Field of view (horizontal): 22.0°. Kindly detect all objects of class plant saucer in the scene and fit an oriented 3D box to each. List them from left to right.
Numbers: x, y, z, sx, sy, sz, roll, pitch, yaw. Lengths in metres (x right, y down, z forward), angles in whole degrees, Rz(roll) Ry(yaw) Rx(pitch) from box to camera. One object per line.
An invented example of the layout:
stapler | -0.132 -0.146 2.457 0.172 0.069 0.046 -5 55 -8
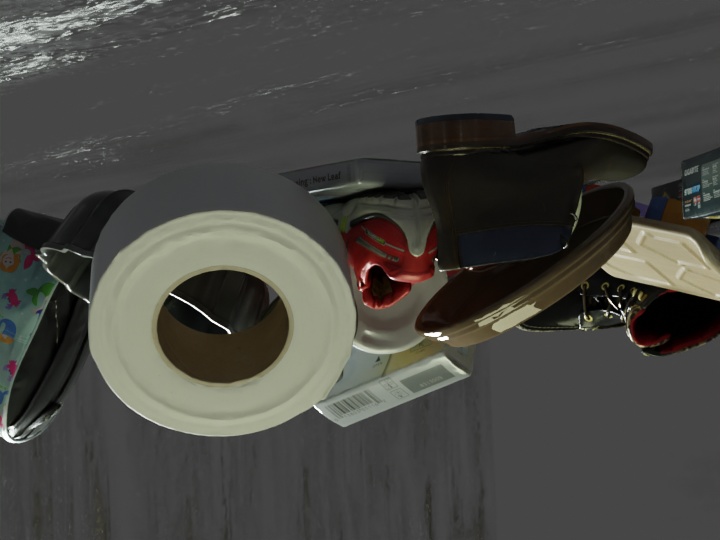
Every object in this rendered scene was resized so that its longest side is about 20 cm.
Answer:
plant saucer | 0.130 -0.001 1.422 0.199 0.030 0.200 -33 -171 6

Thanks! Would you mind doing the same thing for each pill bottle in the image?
pill bottle | 0.000 0.000 1.645 0.110 0.113 0.200 -1 -170 -14

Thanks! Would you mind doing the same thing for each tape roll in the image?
tape roll | -0.102 0.024 1.375 0.200 0.204 0.071 -2 -148 -5

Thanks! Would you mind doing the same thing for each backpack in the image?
backpack | -0.308 0.048 1.659 0.149 0.202 0.177 17 -179 9

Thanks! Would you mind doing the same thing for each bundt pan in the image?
bundt pan | -0.161 0.000 1.513 0.200 0.076 0.202 24 163 8

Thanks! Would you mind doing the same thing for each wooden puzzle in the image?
wooden puzzle | 0.248 -0.025 1.553 0.199 0.047 0.185 20 172 38

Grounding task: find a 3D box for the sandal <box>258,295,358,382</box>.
sandal | -0.047 0.046 1.511 0.079 0.058 0.201 -2 158 -7

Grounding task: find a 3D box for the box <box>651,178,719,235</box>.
box | 0.354 -0.061 1.552 0.157 0.047 0.200 -1 176 -15

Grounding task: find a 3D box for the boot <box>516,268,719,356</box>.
boot | 0.242 0.032 1.717 0.197 0.074 0.151 -6 -165 -4

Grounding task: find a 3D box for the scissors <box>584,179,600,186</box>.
scissors | 0.125 -0.055 1.432 0.072 0.014 0.200 1 176 -10

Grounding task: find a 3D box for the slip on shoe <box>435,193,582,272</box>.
slip on shoe | 0.105 -0.042 1.369 0.061 0.075 0.200 3 166 -25

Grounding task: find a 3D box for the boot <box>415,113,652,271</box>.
boot | 0.116 -0.047 1.210 0.198 0.098 0.074 1 175 -37

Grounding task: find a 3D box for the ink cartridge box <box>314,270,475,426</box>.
ink cartridge box | 0.041 0.032 1.711 0.159 0.202 0.047 -26 131 37

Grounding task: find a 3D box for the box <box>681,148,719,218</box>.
box | 0.333 -0.068 1.305 0.157 0.047 0.200 -2 177 -8

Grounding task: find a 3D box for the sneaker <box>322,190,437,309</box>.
sneaker | 0.007 -0.012 1.435 0.076 0.086 0.200 -1 176 -16

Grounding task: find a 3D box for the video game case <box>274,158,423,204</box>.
video game case | 0.012 -0.065 1.472 0.199 0.022 0.181 0 176 -42

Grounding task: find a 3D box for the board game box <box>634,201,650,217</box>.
board game box | 0.178 -0.038 1.813 0.198 0.045 0.134 -4 176 23
